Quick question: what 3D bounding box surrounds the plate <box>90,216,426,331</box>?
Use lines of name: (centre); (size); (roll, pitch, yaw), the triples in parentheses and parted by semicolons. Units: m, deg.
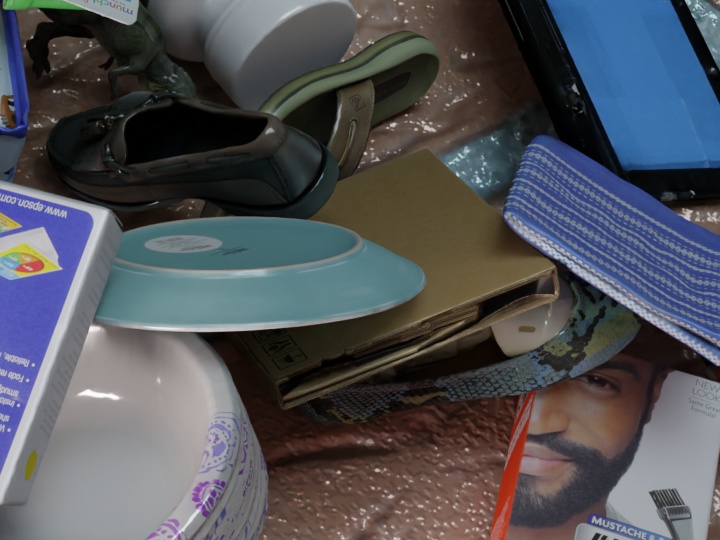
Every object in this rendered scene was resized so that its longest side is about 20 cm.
plate: (-0.066, -0.003, 1.496); (0.199, 0.026, 0.200); (-1, 13, 0)

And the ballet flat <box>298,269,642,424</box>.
ballet flat: (0.055, 0.034, 1.581); (0.199, 0.074, 0.075); (-17, 54, 3)

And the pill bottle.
pill bottle: (-0.095, -0.196, 1.738); (0.119, 0.120, 0.200); (-23, 61, -31)

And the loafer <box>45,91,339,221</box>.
loafer: (-0.102, -0.073, 1.611); (0.199, 0.063, 0.072); (8, 61, 37)

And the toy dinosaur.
toy dinosaur: (-0.165, -0.153, 1.682); (0.088, 0.201, 0.048); (-16, 31, 19)

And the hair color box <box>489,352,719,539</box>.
hair color box: (0.129, 0.139, 1.573); (0.110, 0.064, 0.201); (16, 48, -2)

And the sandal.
sandal: (-0.015, -0.079, 1.696); (0.201, 0.080, 0.057); (-33, 71, -35)

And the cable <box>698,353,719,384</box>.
cable: (0.189, 0.035, 1.668); (0.050, 0.097, 0.200); (-48, 64, 3)

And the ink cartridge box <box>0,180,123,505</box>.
ink cartridge box: (-0.238, 0.042, 1.415); (0.196, 0.047, 0.201); (15, 75, 16)

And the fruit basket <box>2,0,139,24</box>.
fruit basket: (-0.206, -0.214, 1.534); (0.199, 0.094, 0.186); (12, 44, -12)

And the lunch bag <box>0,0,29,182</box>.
lunch bag: (-0.254, -0.103, 1.584); (0.123, 0.170, 0.201); (6, 52, -19)

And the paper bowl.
paper bowl: (-0.143, 0.121, 1.448); (0.199, 0.105, 0.201); (-11, 44, 10)

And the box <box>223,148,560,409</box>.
box: (0.000, 0.000, 1.578); (0.163, 0.021, 0.200); (-22, 26, -11)

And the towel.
towel: (0.148, -0.018, 1.605); (0.144, 0.024, 0.200); (32, 16, -1)

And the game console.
game console: (0.156, -0.146, 1.782); (0.116, 0.176, 0.201); (-23, 57, 2)
